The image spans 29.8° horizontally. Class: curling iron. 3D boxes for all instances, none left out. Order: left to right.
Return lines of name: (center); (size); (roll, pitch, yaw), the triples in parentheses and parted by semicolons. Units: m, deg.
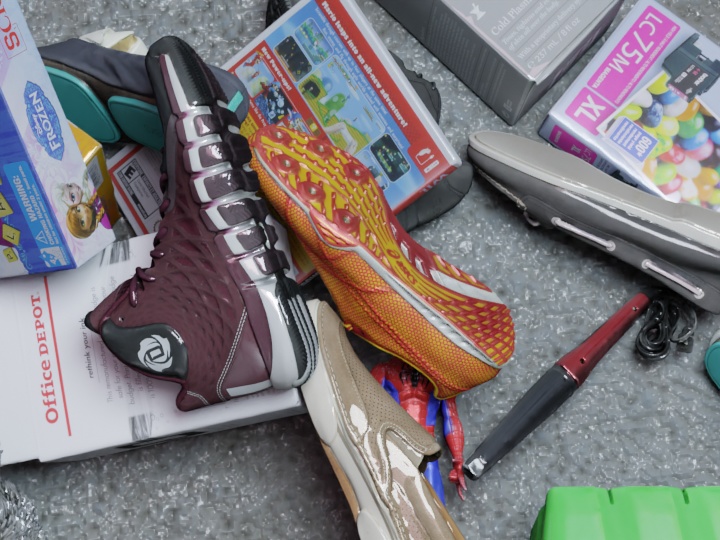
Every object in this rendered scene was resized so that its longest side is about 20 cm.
curling iron: (0.137, 0.067, 0.833); (0.199, 0.026, 0.049); (-31, 48, -27)

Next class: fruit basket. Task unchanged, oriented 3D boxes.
fruit basket: (0.184, 0.224, 0.742); (0.213, 0.156, 0.218); (2, 57, -3)

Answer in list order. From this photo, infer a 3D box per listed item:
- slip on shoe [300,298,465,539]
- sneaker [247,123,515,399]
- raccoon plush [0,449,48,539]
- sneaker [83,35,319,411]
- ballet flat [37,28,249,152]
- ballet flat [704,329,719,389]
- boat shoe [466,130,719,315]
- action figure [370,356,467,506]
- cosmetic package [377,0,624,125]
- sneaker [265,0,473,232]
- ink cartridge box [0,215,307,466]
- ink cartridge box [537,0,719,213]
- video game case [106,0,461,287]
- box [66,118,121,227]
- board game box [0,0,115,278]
slip on shoe: (0.017, 0.106, 0.762); (0.060, 0.076, 0.202); (-22, 73, 7)
sneaker: (0.000, 0.000, 0.785); (0.200, 0.077, 0.073); (47, 38, -4)
raccoon plush: (-0.187, 0.173, 0.720); (0.134, 0.201, 0.097); (36, 59, 21)
sneaker: (-0.107, -0.017, 0.729); (0.114, 0.076, 0.202); (-21, 86, 10)
ballet flat: (-0.142, -0.113, 0.841); (0.199, 0.073, 0.073); (18, 67, 41)
ballet flat: (0.295, 0.111, 0.840); (0.069, 0.070, 0.201); (-29, 75, -13)
boat shoe: (0.153, -0.030, 0.865); (0.198, 0.067, 0.058); (23, 114, 14)
action figure: (0.031, 0.122, 0.823); (0.065, 0.052, 0.202); (2, 70, 1)
cosmetic package: (0.071, -0.209, 0.910); (0.200, 0.090, 0.107); (43, 77, 6)
sneaker: (0.003, -0.114, 0.889); (0.090, 0.076, 0.201); (-23, 80, -23)
ink cartridge box: (-0.134, 0.045, 0.802); (0.198, 0.067, 0.117); (-12, 81, 8)
ink cartridge box: (0.234, -0.082, 0.907); (0.199, 0.042, 0.120); (39, 74, 6)
video game case: (-0.054, -0.064, 0.842); (0.199, 0.017, 0.144); (-37, 77, 15)
box: (-0.241, -0.097, 0.832); (0.199, 0.119, 0.042); (34, 73, 7)
board game box: (-0.256, -0.088, 0.758); (0.041, 0.198, 0.202); (-45, 121, -51)
